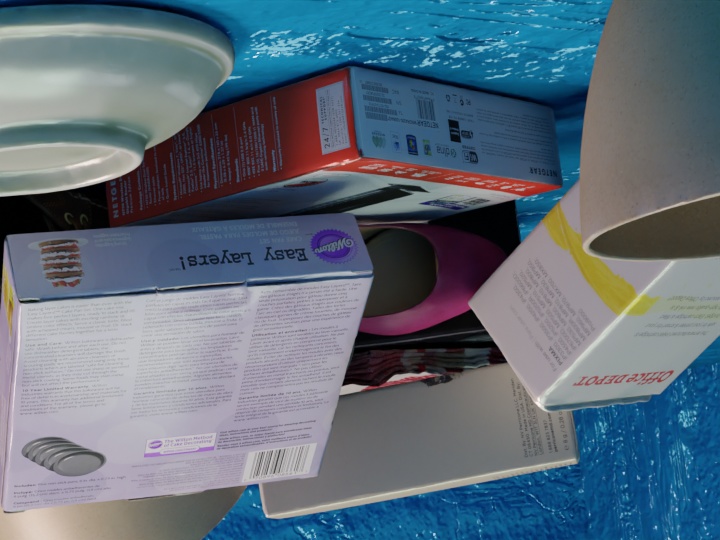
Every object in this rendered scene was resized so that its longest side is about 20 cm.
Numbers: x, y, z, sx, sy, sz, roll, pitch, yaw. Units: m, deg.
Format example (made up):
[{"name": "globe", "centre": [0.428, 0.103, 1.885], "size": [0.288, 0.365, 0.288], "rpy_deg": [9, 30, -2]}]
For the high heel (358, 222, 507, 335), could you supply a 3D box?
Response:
[{"name": "high heel", "centre": [0.000, 0.000, 1.068], "size": [0.198, 0.068, 0.096], "rpy_deg": [-8, 170, -15]}]

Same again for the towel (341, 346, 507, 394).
[{"name": "towel", "centre": [0.019, 0.074, 1.277], "size": [0.143, 0.023, 0.199], "rpy_deg": [-13, 171, 40]}]

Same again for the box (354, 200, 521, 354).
[{"name": "box", "centre": [-0.003, 0.007, 1.283], "size": [0.194, 0.119, 0.200], "rpy_deg": [-6, 171, -9]}]

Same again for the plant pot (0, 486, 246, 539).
[{"name": "plant pot", "centre": [-0.183, 0.061, 1.146], "size": [0.185, 0.201, 0.188], "rpy_deg": [-16, -149, 10]}]

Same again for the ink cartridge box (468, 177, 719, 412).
[{"name": "ink cartridge box", "centre": [0.179, -0.016, 1.091], "size": [0.144, 0.084, 0.200], "rpy_deg": [1, 136, -51]}]

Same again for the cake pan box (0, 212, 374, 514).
[{"name": "cake pan box", "centre": [-0.097, 0.051, 1.015], "size": [0.198, 0.053, 0.185], "rpy_deg": [-5, 142, -16]}]

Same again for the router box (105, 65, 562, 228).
[{"name": "router box", "centre": [-0.012, -0.059, 1.051], "size": [0.178, 0.049, 0.199], "rpy_deg": [-13, 170, 36]}]

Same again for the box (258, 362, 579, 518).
[{"name": "box", "centre": [0.035, 0.105, 1.173], "size": [0.198, 0.069, 0.082], "rpy_deg": [-11, 172, 5]}]

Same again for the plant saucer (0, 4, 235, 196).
[{"name": "plant saucer", "centre": [-0.153, -0.069, 0.852], "size": [0.198, 0.051, 0.200], "rpy_deg": [-7, 173, -1]}]

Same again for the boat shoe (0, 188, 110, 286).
[{"name": "boat shoe", "centre": [-0.183, -0.014, 1.022], "size": [0.198, 0.071, 0.070], "rpy_deg": [8, 178, -30]}]

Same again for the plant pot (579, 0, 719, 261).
[{"name": "plant pot", "centre": [0.174, -0.088, 0.703], "size": [0.198, 0.136, 0.200], "rpy_deg": [-6, 172, -1]}]

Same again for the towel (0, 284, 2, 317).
[{"name": "towel", "centre": [-0.271, 0.080, 1.022], "size": [0.146, 0.022, 0.200], "rpy_deg": [-31, 171, -43]}]
